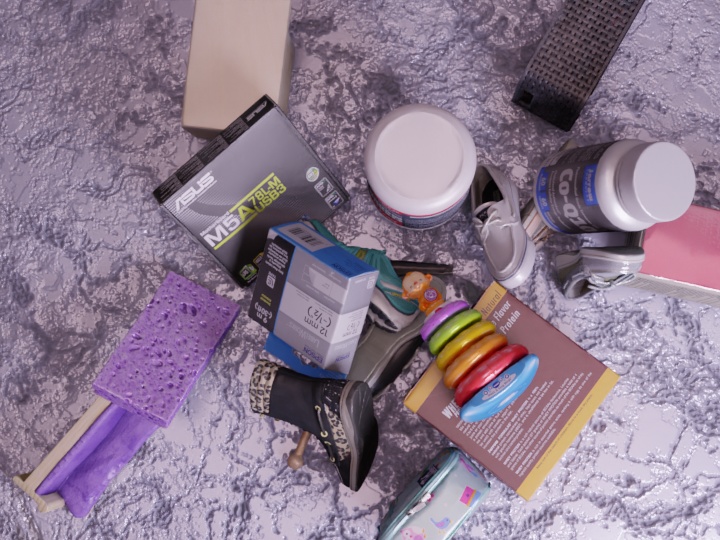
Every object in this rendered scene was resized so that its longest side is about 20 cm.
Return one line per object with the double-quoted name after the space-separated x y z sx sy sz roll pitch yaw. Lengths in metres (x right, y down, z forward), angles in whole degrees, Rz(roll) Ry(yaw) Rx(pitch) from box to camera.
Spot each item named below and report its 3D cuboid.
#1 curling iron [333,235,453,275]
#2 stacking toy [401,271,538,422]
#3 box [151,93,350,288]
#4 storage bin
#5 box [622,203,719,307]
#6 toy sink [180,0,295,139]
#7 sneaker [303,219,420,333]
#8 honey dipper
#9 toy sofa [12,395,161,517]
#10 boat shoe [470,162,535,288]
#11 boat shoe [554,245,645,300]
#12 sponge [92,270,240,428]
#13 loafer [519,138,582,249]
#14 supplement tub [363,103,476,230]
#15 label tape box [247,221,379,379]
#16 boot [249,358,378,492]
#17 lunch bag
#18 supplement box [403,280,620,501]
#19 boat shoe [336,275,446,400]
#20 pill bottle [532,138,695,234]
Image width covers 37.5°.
0.029 -0.014 1.462 0.199 0.026 0.050 9 87 3 "curling iron"
0.117 0.078 1.289 0.116 0.110 0.200 -37 73 0 "stacking toy"
-0.140 -0.100 1.405 0.200 0.193 0.048 -40 44 -1 "box"
0.295 -0.302 1.426 0.094 0.135 0.200 29 86 5 "storage bin"
0.454 -0.017 1.396 0.199 0.128 0.109 13 84 3 "box"
-0.162 -0.280 1.456 0.130 0.112 0.201 6 89 3 "toy sink"
0.000 0.000 1.417 0.200 0.078 0.080 42 67 14 "sneaker"
-0.054 0.177 1.445 0.038 0.038 0.200 22 90 4 "honey dipper"
-0.358 0.237 1.424 0.098 0.083 0.200 41 87 7 "toy sofa"
0.175 -0.061 1.393 0.074 0.200 0.065 -38 127 25 "boat shoe"
0.307 0.003 1.365 0.074 0.202 0.065 -2 87 -14 "boat shoe"
-0.257 0.103 1.415 0.111 0.030 0.200 27 57 3 "sponge"
0.259 -0.083 1.442 0.063 0.072 0.200 32 83 -3 "loafer"
0.077 -0.129 1.385 0.140 0.200 0.141 0 84 2 "supplement tub"
-0.071 0.058 1.376 0.143 0.066 0.200 32 117 29 "label tape box"
-0.060 0.199 1.389 0.153 0.204 0.074 14 48 18 "boot"
0.087 0.302 1.341 0.077 0.200 0.160 44 89 8 "lunch bag"
0.190 0.155 1.385 0.200 0.133 0.197 37 86 5 "supplement box"
0.047 0.094 1.436 0.200 0.060 0.076 -45 56 -3 "boat shoe"
0.315 -0.104 1.329 0.113 0.200 0.114 0 89 -24 "pill bottle"
